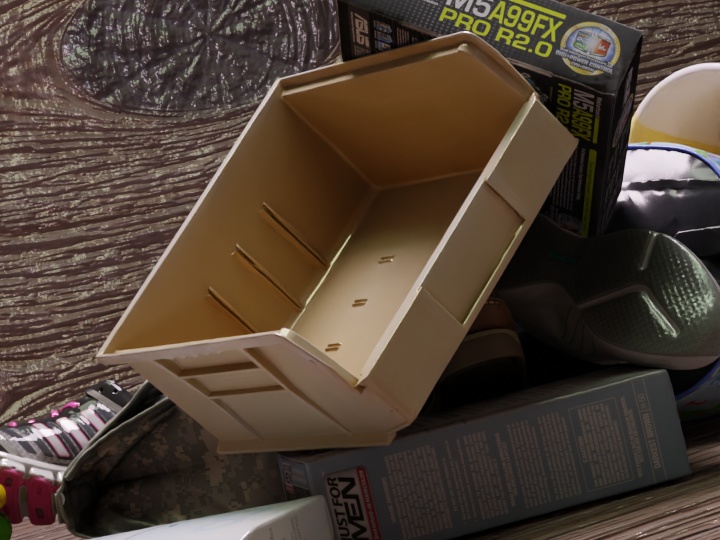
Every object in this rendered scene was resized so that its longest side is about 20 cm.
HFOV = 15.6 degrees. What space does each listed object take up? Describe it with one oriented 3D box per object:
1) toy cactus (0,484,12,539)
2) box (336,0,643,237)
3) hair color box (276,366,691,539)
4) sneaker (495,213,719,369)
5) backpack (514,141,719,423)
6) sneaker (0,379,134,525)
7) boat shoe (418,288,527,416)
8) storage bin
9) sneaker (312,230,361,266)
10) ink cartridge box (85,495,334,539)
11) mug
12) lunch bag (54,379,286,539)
[{"bbox_3d":[-0.315,0.181,1.629,0.165,0.103,0.200,-25,3,38],"label":"toy cactus"},{"bbox_3d":[0.070,-0.094,1.457,0.160,0.044,0.200,20,-21,11],"label":"box"},{"bbox_3d":[0.063,0.103,1.395,0.199,0.061,0.099,-13,1,-11],"label":"hair color box"},{"bbox_3d":[0.141,0.019,1.452,0.071,0.080,0.200,-53,36,-12],"label":"sneaker"},{"bbox_3d":[0.165,0.012,1.600,0.199,0.184,0.147,-6,-14,35],"label":"backpack"},{"bbox_3d":[-0.188,0.114,1.709,0.199,0.088,0.074,6,-33,-6],"label":"sneaker"},{"bbox_3d":[0.058,0.049,1.483,0.072,0.068,0.200,-14,-18,-11],"label":"boat shoe"},{"bbox_3d":[-0.010,-0.011,1.384,0.198,0.094,0.200,-9,43,56],"label":"storage bin"},{"bbox_3d":[-0.001,-0.001,1.562,0.201,0.068,0.108,-7,5,-14],"label":"sneaker"},{"bbox_3d":[-0.125,0.159,1.256,0.160,0.047,0.200,-12,0,29],"label":"ink cartridge box"},{"bbox_3d":[0.277,-0.071,1.898,0.186,0.150,0.153,-3,0,40],"label":"mug"},{"bbox_3d":[-0.074,0.103,1.556,0.199,0.118,0.164,-15,0,10],"label":"lunch bag"}]
